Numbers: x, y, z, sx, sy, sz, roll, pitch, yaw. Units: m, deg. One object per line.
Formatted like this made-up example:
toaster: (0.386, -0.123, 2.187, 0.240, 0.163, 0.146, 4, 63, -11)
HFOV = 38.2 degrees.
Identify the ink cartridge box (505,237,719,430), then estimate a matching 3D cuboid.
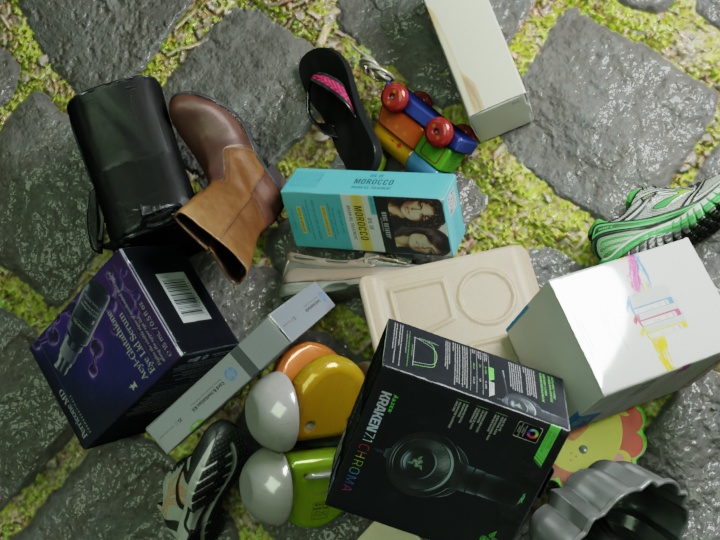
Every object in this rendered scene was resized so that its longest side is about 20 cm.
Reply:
ink cartridge box: (0.277, 0.064, 1.063, 0.199, 0.129, 0.126, -16, 69, -21)

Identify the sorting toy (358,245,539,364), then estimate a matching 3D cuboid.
sorting toy: (0.110, 0.076, 1.121, 0.198, 0.037, 0.186, -10, 69, -9)

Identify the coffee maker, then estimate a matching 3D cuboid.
coffee maker: (-0.256, -0.123, 1.226, 0.134, 0.192, 0.201, -13, 74, -31)

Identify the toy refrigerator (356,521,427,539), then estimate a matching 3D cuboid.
toy refrigerator: (0.084, 0.348, 1.120, 0.200, 0.070, 0.076, 44, 99, 17)

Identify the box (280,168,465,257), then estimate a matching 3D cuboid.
box: (0.014, -0.067, 1.184, 0.198, 0.083, 0.049, 4, 41, 24)

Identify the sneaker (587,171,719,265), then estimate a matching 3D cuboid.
sneaker: (0.338, -0.069, 1.131, 0.199, 0.078, 0.086, -31, 66, 2)

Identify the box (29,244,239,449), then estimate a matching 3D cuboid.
box: (-0.263, 0.087, 1.198, 0.200, 0.104, 0.148, -43, 72, 26)

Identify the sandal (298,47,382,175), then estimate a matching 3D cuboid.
sandal: (-0.033, -0.192, 1.226, 0.075, 0.045, 0.201, -55, 48, 39)

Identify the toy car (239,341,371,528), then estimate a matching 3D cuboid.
toy car: (-0.056, 0.177, 1.146, 0.150, 0.174, 0.202, 29, 117, 57)

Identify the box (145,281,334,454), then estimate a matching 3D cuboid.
box: (-0.129, 0.104, 1.142, 0.200, 0.156, 0.041, -41, 89, 19)

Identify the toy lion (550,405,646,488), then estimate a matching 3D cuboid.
toy lion: (0.204, 0.158, 1.134, 0.191, 0.069, 0.201, -28, 74, 0)

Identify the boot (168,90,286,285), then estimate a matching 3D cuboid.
boot: (-0.173, -0.097, 1.169, 0.068, 0.200, 0.189, -28, 110, 26)

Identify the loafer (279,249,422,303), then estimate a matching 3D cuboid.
loafer: (0.000, 0.000, 1.205, 0.198, 0.072, 0.063, -5, 71, 15)

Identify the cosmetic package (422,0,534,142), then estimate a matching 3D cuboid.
cosmetic package: (0.130, -0.262, 1.203, 0.071, 0.105, 0.201, -21, 74, 10)

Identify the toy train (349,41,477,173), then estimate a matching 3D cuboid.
toy train: (0.031, -0.167, 1.229, 0.200, 0.084, 0.116, 41, 108, 21)

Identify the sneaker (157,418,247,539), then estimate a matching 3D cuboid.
sneaker: (-0.186, 0.233, 1.163, 0.080, 0.073, 0.201, 44, 129, 27)

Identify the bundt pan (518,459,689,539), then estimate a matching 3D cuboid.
bundt pan: (0.233, 0.273, 1.043, 0.202, 0.202, 0.076, -51, 45, 0)

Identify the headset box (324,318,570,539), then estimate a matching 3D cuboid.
headset box: (0.088, 0.168, 1.007, 0.199, 0.093, 0.175, 20, 116, -4)
